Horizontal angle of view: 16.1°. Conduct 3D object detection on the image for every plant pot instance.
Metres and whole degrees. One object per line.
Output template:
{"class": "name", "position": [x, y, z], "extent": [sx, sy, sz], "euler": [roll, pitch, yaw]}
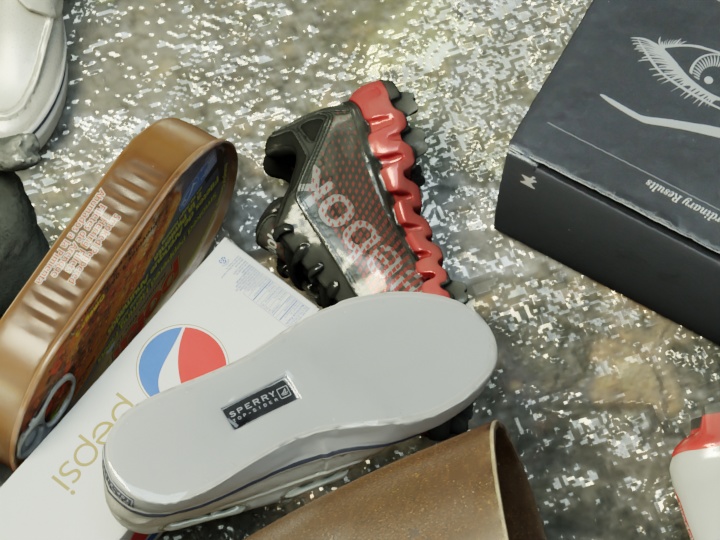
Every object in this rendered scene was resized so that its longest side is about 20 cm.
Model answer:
{"class": "plant pot", "position": [-0.008, 0.185, 1.177], "extent": [0.200, 0.187, 0.187], "euler": [-16, 68, 8]}

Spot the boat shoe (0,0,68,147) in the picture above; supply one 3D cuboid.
{"class": "boat shoe", "position": [-0.188, -0.158, 1.358], "extent": [0.071, 0.070, 0.200], "euler": [4, 67, 0]}

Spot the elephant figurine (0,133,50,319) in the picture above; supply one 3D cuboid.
{"class": "elephant figurine", "position": [-0.242, 0.036, 1.230], "extent": [0.141, 0.155, 0.200], "euler": [17, 54, 31]}

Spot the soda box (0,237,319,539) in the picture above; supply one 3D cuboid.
{"class": "soda box", "position": [-0.106, 0.084, 1.260], "extent": [0.064, 0.068, 0.200], "euler": [37, 71, 12]}

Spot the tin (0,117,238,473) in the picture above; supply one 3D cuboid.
{"class": "tin", "position": [-0.129, 0.012, 1.268], "extent": [0.042, 0.112, 0.200], "euler": [27, 68, 17]}

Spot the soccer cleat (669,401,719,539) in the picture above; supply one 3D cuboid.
{"class": "soccer cleat", "position": [0.255, 0.104, 1.268], "extent": [0.200, 0.069, 0.085], "euler": [-5, 76, 0]}

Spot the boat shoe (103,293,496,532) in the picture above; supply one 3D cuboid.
{"class": "boat shoe", "position": [-0.030, 0.073, 1.207], "extent": [0.200, 0.070, 0.071], "euler": [-24, 69, -20]}

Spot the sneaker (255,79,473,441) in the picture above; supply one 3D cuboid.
{"class": "sneaker", "position": [0.000, 0.000, 1.298], "extent": [0.098, 0.071, 0.201], "euler": [-12, 66, -7]}

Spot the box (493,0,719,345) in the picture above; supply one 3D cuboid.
{"class": "box", "position": [0.178, -0.086, 1.320], "extent": [0.148, 0.104, 0.200], "euler": [29, 70, 10]}
